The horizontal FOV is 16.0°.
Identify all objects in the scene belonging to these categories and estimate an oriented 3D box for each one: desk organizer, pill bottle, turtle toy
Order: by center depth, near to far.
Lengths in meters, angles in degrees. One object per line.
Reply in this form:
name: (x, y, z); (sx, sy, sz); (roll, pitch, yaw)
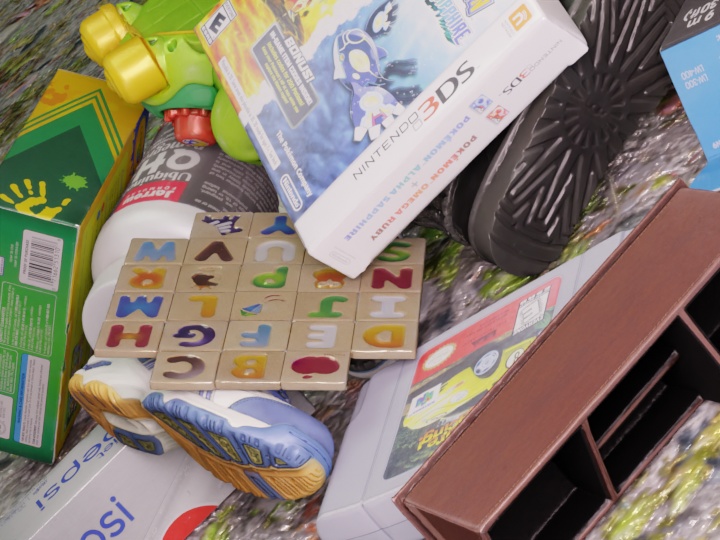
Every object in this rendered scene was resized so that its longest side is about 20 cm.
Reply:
desk organizer: (0.116, 0.057, 1.111); (0.200, 0.072, 0.077); (-47, 22, -14)
turtle toy: (-0.085, -0.132, 1.611); (0.145, 0.101, 0.200); (-31, 28, -3)
pill bottle: (-0.109, -0.019, 1.650); (0.111, 0.111, 0.200); (-29, 23, 33)

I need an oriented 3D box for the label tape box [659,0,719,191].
label tape box: (0.232, -0.136, 1.305); (0.143, 0.066, 0.200); (-23, 25, 44)

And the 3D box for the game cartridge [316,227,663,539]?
game cartridge: (0.065, 0.064, 1.249); (0.200, 0.041, 0.133); (-32, 26, 29)

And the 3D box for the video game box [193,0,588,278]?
video game box: (0.011, -0.126, 1.388); (0.182, 0.047, 0.200); (-43, 47, 16)

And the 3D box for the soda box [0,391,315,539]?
soda box: (-0.123, 0.119, 1.447); (0.200, 0.068, 0.063); (-44, 19, -7)

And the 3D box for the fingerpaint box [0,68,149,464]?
fingerpaint box: (-0.204, -0.004, 1.699); (0.167, 0.073, 0.200); (-69, -8, -52)

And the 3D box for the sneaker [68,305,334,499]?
sneaker: (-0.073, 0.057, 1.343); (0.200, 0.075, 0.088); (17, 61, 48)

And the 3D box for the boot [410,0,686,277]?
boot: (0.079, -0.110, 1.405); (0.158, 0.079, 0.211); (32, 88, 49)

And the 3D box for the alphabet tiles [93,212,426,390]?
alphabet tiles: (-0.050, 0.013, 1.363); (0.166, 0.006, 0.200); (1, 27, 4)

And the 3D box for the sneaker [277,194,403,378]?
sneaker: (0.000, 0.000, 1.485); (0.072, 0.073, 0.200); (-31, 35, 9)
